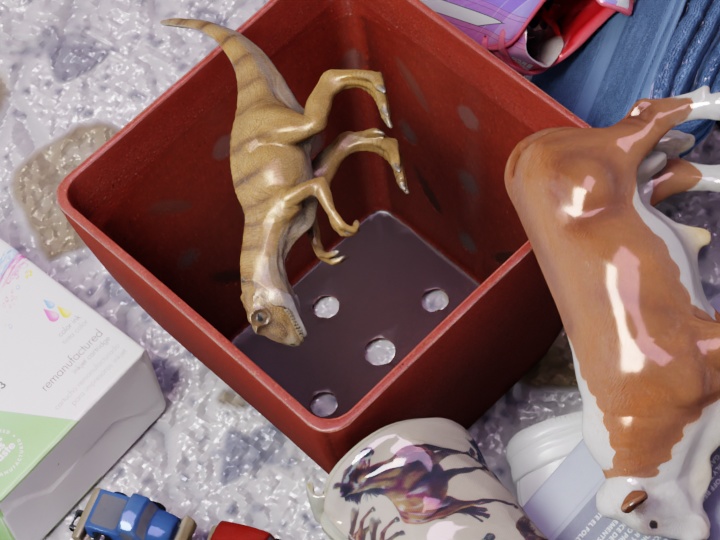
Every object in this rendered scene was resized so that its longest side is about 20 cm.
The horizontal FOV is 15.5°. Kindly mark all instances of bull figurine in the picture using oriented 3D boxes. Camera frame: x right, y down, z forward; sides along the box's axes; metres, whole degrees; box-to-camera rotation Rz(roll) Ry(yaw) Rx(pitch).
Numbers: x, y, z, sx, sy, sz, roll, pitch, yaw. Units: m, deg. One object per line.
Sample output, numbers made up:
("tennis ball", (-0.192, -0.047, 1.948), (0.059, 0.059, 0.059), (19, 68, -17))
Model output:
("bull figurine", (0.136, 0.018, 1.172), (0.121, 0.065, 0.201), (-21, 77, 2))

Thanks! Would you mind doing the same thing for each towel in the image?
("towel", (0.135, -0.084, 1.348), (0.048, 0.200, 0.112), (30, 69, -14))

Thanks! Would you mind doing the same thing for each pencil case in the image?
("pencil case", (0.056, 0.156, 1.161), (0.089, 0.078, 0.200), (-20, 56, -25))

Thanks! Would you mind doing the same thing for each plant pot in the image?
("plant pot", (0.000, 0.000, 1.321), (0.200, 0.176, 0.200), (-42, 61, -16))

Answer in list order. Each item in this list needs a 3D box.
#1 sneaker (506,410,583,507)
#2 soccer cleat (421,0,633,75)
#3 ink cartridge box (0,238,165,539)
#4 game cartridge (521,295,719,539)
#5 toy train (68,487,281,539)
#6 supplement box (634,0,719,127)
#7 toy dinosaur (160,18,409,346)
("sneaker", (0.177, 0.102, 1.305), (0.199, 0.075, 0.089), (-14, 74, 3))
("soccer cleat", (0.071, -0.127, 1.395), (0.200, 0.068, 0.073), (-33, 52, 43))
("ink cartridge box", (-0.215, 0.043, 1.393), (0.200, 0.067, 0.117), (35, 70, 25))
("game cartridge", (0.144, 0.125, 1.196), (0.200, 0.041, 0.133), (-49, 53, 4))
("toy train", (-0.056, 0.147, 1.318), (0.199, 0.046, 0.034), (14, 62, 17))
("supplement box", (0.229, -0.220, 1.403), (0.199, 0.200, 0.134), (-32, 59, -9))
("toy dinosaur", (-0.037, -0.065, 1.228), (0.106, 0.060, 0.201), (-12, 58, 3))
